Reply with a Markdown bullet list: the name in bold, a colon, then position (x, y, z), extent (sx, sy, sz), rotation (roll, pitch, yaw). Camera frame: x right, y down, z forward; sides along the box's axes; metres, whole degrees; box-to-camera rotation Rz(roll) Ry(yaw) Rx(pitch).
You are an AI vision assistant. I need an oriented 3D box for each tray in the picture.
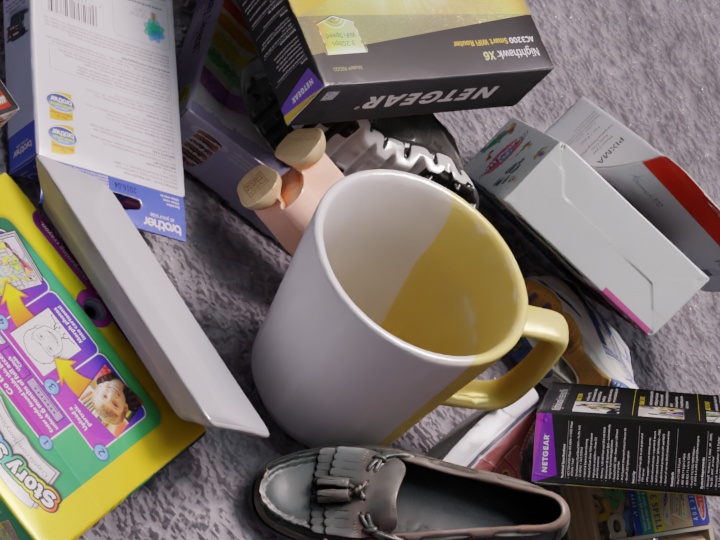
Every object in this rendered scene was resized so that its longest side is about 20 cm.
- **tray**: position (-0.130, 0.021, 1.554), extent (0.200, 0.022, 0.107), rotation (56, 11, 16)

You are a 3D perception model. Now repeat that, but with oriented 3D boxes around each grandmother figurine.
- **grandmother figurine**: position (0.000, 0.000, 1.733), extent (0.200, 0.121, 0.061), rotation (46, 8, -29)

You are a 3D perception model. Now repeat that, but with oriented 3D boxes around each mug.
- **mug**: position (0.020, 0.051, 1.647), extent (0.187, 0.153, 0.149), rotation (36, 41, -2)

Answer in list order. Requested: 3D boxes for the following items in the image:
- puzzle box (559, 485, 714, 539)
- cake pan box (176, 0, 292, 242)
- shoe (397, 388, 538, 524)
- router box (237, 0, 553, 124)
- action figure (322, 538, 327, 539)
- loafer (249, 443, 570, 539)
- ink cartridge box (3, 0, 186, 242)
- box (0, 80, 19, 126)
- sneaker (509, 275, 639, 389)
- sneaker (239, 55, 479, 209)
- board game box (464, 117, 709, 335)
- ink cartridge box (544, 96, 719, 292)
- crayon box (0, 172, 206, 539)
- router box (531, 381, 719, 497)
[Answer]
- **puzzle box**: position (0.203, 0.235, 1.760), extent (0.133, 0.025, 0.200), rotation (-2, 79, -47)
- **cake pan box**: position (-0.043, -0.100, 1.819), extent (0.200, 0.052, 0.184), rotation (37, 40, -19)
- **shoe**: position (0.081, 0.156, 1.716), extent (0.091, 0.071, 0.200), rotation (51, 41, -3)
- **router box**: position (0.014, -0.183, 1.722), extent (0.200, 0.052, 0.157), rotation (-8, 68, -38)
- **action figure**: position (0.047, 0.217, 1.545), extent (0.200, 0.149, 0.134), rotation (14, 66, -4)
- **loafer**: position (0.033, 0.140, 1.605), extent (0.200, 0.063, 0.072), rotation (7, 72, -8)
- **ink cartridge box**: position (-0.174, -0.114, 1.680), extent (0.119, 0.042, 0.200), rotation (15, 56, -39)
- **box**: position (-0.292, -0.053, 1.453), extent (0.035, 0.110, 0.200), rotation (55, 36, 5)
- **sneaker**: position (0.181, 0.087, 1.879), extent (0.088, 0.075, 0.200), rotation (-16, 75, -59)
- **sneaker**: position (-0.004, -0.103, 1.771), extent (0.200, 0.066, 0.091), rotation (30, 35, -29)
- **board game box**: position (0.159, -0.034, 1.883), extent (0.148, 0.064, 0.200), rotation (43, 2, -10)
- **ink cartridge box**: position (0.235, -0.033, 1.896), extent (0.160, 0.047, 0.200), rotation (44, 3, -33)
- **crayon box**: position (-0.207, 0.062, 1.489), extent (0.200, 0.058, 0.173), rotation (52, 36, 0)
- **router box**: position (0.194, 0.111, 1.720), extent (0.200, 0.149, 0.051), rotation (-20, 114, -82)
